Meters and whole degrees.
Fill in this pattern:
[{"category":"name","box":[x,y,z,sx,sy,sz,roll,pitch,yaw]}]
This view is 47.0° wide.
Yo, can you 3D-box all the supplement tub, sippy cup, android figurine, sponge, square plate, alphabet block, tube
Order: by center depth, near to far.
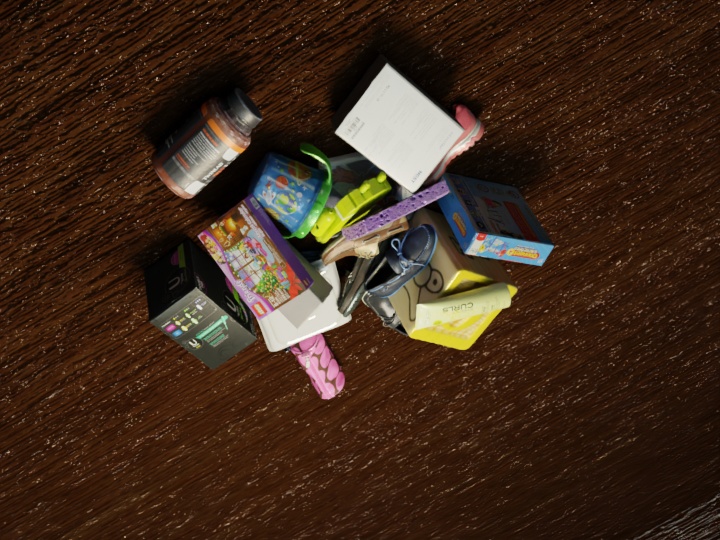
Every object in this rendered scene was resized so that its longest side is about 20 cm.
[{"category":"supplement tub","box":[-0.265,-0.226,1.448,0.199,0.108,0.107,-39,132,14]},{"category":"sippy cup","box":[-0.138,-0.150,1.550,0.128,0.139,0.181,26,87,-17]},{"category":"android figurine","box":[-0.015,-0.122,1.580,0.180,0.041,0.200,-33,173,-36]},{"category":"sponge","box":[0.066,-0.113,1.584,0.197,0.111,0.030,-27,94,-23]},{"category":"tube","box":[0.200,0.071,1.636,0.195,0.052,0.060,-13,98,-13]},{"category":"square plate","box":[-0.126,0.080,1.755,0.196,0.029,0.201,-21,134,-6]},{"category":"alphabet block","box":[0.177,0.020,1.758,0.193,0.202,0.197,13,125,-39]}]

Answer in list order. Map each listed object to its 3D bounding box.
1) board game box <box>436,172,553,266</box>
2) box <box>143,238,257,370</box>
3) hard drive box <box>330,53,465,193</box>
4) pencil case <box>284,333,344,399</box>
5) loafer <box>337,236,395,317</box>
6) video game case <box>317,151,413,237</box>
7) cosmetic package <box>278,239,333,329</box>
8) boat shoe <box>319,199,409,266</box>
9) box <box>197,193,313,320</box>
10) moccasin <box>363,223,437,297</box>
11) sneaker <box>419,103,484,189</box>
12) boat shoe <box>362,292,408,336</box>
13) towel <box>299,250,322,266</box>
[{"category":"board game box","box":[0.270,-0.106,1.699,0.191,0.202,0.057,9,128,-26]},{"category":"box","box":[-0.319,0.069,1.652,0.123,0.150,0.200,-33,133,11]},{"category":"hard drive box","box":[0.067,-0.267,1.523,0.198,0.077,0.156,35,106,-23]},{"category":"pencil case","box":[-0.099,0.215,1.905,0.089,0.095,0.202,-25,134,3]},{"category":"loafer","box":[0.000,0.000,1.754,0.203,0.062,0.072,-59,171,6]},{"category":"video game case","box":[0.015,-0.161,1.673,0.195,0.023,0.185,-13,132,-10]},{"category":"cosmetic package","box":[-0.154,0.006,1.629,0.090,0.107,0.201,-41,92,19]},{"category":"boat shoe","box":[0.012,-0.062,1.664,0.197,0.075,0.076,-33,179,-1]},{"category":"box","box":[-0.195,-0.022,1.540,0.135,0.039,0.202,-30,100,32]},{"category":"moccasin","box":[0.080,-0.012,1.674,0.067,0.081,0.201,5,131,-44]},{"category":"sneaker","box":[0.147,-0.246,1.627,0.200,0.074,0.087,-44,116,2]},{"category":"boat shoe","box":[0.077,0.092,1.891,0.074,0.063,0.199,-39,131,16]},{"category":"towel","box":[-0.123,0.045,1.780,0.109,0.049,0.204,-6,130,-17]}]
